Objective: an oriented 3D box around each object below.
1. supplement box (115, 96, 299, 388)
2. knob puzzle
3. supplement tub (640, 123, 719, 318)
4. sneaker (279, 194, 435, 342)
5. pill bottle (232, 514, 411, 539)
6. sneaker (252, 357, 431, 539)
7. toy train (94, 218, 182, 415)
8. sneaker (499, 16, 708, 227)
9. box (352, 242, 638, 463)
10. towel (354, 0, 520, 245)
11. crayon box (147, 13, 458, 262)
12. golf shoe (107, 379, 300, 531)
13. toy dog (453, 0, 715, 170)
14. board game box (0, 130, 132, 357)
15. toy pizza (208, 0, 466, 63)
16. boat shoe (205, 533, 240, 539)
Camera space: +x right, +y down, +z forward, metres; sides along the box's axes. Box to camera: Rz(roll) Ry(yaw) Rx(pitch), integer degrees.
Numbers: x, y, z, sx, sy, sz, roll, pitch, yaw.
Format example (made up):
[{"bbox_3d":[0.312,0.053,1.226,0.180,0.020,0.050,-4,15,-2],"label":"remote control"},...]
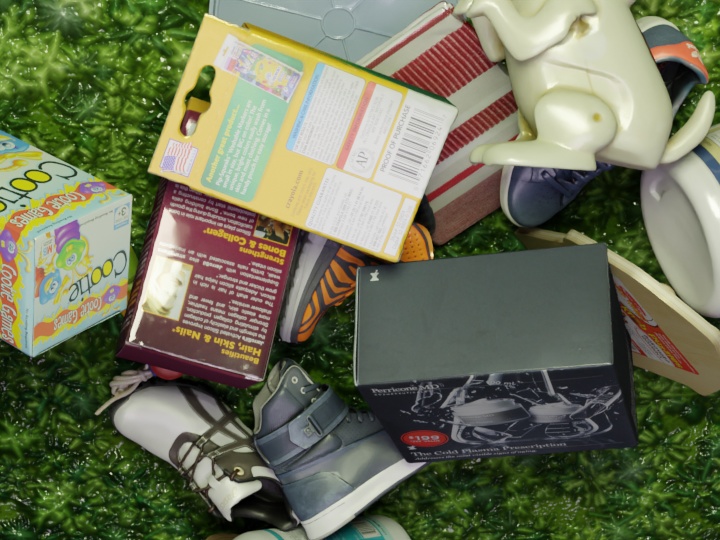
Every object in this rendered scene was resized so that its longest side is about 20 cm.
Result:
[{"bbox_3d":[-0.112,-0.019,1.293,0.110,0.086,0.201,16,78,-12],"label":"supplement box"},{"bbox_3d":[0.235,0.029,1.353,0.030,0.219,0.220,-48,116,-11],"label":"knob puzzle"},{"bbox_3d":[0.337,-0.059,1.303,0.199,0.144,0.145,-20,121,-10],"label":"supplement tub"},{"bbox_3d":[0.000,0.000,1.356,0.112,0.078,0.200,11,141,-10],"label":"sneaker"},{"bbox_3d":[-0.052,0.283,1.481,0.199,0.111,0.111,-2,125,-34],"label":"pill bottle"},{"bbox_3d":[0.001,0.119,1.447,0.202,0.077,0.146,-34,92,-14],"label":"sneaker"},{"bbox_3d":[-0.182,0.031,1.388,0.200,0.085,0.116,-33,107,16],"label":"toy train"},{"bbox_3d":[0.191,-0.104,1.295,0.075,0.085,0.200,28,106,-38],"label":"sneaker"},{"bbox_3d":[0.111,0.071,1.320,0.199,0.104,0.182,-6,152,14],"label":"box"},{"bbox_3d":[0.063,-0.113,1.316,0.144,0.023,0.200,-34,132,15],"label":"towel"},{"bbox_3d":[-0.044,-0.101,1.230,0.199,0.052,0.126,20,101,-13],"label":"crayon box"},{"bbox_3d":[-0.129,0.164,1.458,0.199,0.095,0.078,24,118,-14],"label":"golf shoe"},{"bbox_3d":[0.162,-0.173,1.195,0.193,0.140,0.201,2,95,7],"label":"toy dog"},{"bbox_3d":[-0.283,-0.035,1.266,0.200,0.105,0.103,26,124,27],"label":"board game box"},{"bbox_3d":[-0.018,-0.197,1.285,0.199,0.032,0.201,-1,120,-2],"label":"toy pizza"},{"bbox_3d":[-0.074,0.318,1.565,0.200,0.071,0.065,32,137,-12],"label":"boat shoe"}]
